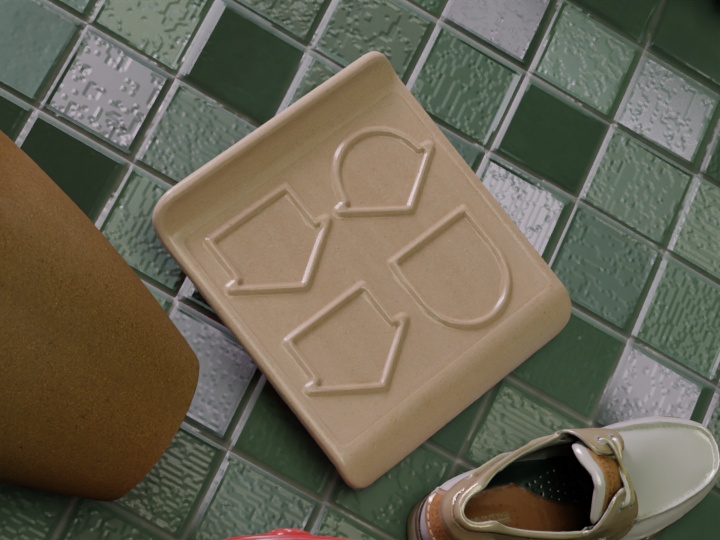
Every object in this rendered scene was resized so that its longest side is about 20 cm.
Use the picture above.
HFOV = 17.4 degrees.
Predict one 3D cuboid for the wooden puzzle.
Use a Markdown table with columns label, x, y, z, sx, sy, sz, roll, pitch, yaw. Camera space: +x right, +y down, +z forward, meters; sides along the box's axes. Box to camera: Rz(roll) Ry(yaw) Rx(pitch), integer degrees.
| label | x | y | z | sx | sy | sz | roll | pitch | yaw |
| --- | --- | --- | --- | --- | --- | --- | --- | --- | --- |
| wooden puzzle | 0.000 | 0.000 | 1.363 | 0.185 | 0.046 | 0.200 | -36 | 90 | -26 |

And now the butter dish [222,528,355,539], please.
| label | x | y | z | sx | sy | sz | roll | pitch | yaw |
| --- | --- | --- | --- | --- | --- | --- | --- | --- | --- |
| butter dish | -0.034 | 0.201 | 1.221 | 0.199 | 0.200 | 0.148 | 7 | 45 | -16 |

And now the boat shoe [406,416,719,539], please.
| label | x | y | z | sx | sy | sz | roll | pitch | yaw |
| --- | --- | --- | --- | --- | --- | --- | --- | --- | --- |
| boat shoe | 0.128 | 0.127 | 1.344 | 0.199 | 0.068 | 0.075 | -17 | 77 | -24 |

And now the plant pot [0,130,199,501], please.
| label | x | y | z | sx | sy | sz | roll | pitch | yaw |
| --- | --- | --- | --- | --- | --- | --- | --- | --- | --- |
| plant pot | -0.189 | 0.032 | 1.223 | 0.200 | 0.186 | 0.187 | 35 | 63 | -19 |
